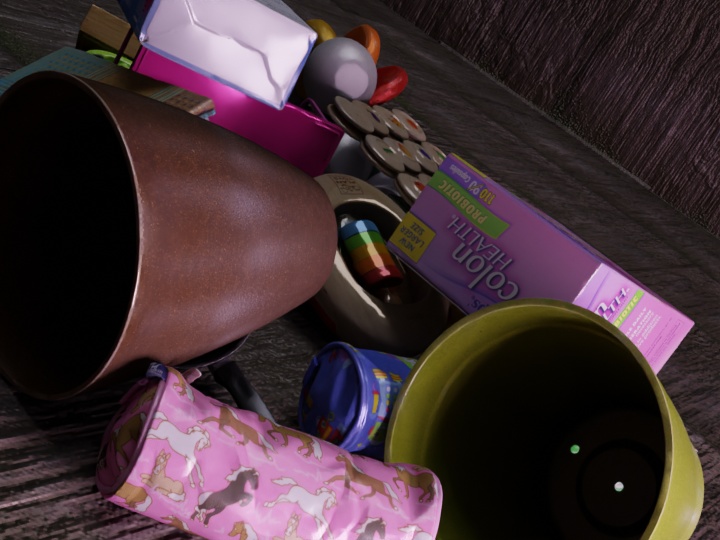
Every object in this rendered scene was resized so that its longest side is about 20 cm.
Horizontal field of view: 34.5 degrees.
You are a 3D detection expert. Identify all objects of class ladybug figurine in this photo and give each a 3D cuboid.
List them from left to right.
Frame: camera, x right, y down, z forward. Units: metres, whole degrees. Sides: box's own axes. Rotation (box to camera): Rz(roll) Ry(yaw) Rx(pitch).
[{"bbox_3d":[0.000,0.000,1.029,0.135,0.072,0.200,-2,54,-33],"label":"ladybug figurine"}]

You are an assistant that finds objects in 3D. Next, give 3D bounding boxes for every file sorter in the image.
[{"bbox_3d":[-0.146,-0.129,1.086,0.200,0.139,0.125,23,17,-25],"label":"file sorter"}]

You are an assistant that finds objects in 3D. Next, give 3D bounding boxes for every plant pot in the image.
[{"bbox_3d":[-0.115,-0.023,0.733,0.200,0.187,0.187,-2,37,-47],"label":"plant pot"},{"bbox_3d":[0.150,0.141,0.812,0.200,0.201,0.193,45,10,35],"label":"plant pot"}]

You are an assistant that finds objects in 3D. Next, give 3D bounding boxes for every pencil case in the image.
[{"bbox_3d":[-0.049,0.124,0.674,0.200,0.087,0.083,26,-12,-18],"label":"pencil case"},{"bbox_3d":[0.041,0.103,0.874,0.200,0.078,0.087,13,20,-44],"label":"pencil case"}]

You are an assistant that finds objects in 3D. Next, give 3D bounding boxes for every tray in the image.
[{"bbox_3d":[-0.218,-0.216,1.287,0.200,0.037,0.099,28,-14,-12],"label":"tray"}]

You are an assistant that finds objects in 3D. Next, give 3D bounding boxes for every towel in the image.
[{"bbox_3d":[-0.231,-0.125,0.927,0.200,0.022,0.147,24,46,37],"label":"towel"}]

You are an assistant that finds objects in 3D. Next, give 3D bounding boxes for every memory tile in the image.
[{"bbox_3d":[0.052,-0.115,1.174,0.153,0.017,0.200,49,21,14],"label":"memory tile"}]

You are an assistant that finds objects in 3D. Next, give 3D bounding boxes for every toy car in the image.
[{"bbox_3d":[-0.017,-0.180,1.304,0.149,0.201,0.175,-5,17,-25],"label":"toy car"}]

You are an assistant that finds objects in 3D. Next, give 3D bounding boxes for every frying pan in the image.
[{"bbox_3d":[-0.098,0.040,0.817,0.190,0.031,0.115,37,60,1],"label":"frying pan"}]

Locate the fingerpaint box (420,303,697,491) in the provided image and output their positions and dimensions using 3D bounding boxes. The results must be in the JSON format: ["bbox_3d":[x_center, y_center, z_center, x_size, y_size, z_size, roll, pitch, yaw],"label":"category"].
[{"bbox_3d":[0.176,0.120,1.052,0.200,0.073,0.167,19,22,-33],"label":"fingerpaint box"}]

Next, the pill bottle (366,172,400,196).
[{"bbox_3d":[0.055,-0.063,1.284,0.104,0.104,0.200,36,18,14],"label":"pill bottle"}]

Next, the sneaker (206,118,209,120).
[{"bbox_3d":[-0.171,-0.068,0.935,0.080,0.076,0.200,33,45,4],"label":"sneaker"}]

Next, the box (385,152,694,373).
[{"bbox_3d":[0.153,0.011,0.971,0.176,0.097,0.200,42,12,38],"label":"box"}]

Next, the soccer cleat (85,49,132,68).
[{"bbox_3d":[-0.207,-0.175,1.229,0.200,0.068,0.081,29,6,-7],"label":"soccer cleat"}]

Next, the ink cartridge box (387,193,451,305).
[{"bbox_3d":[0.085,0.001,1.167,0.200,0.104,0.059,15,25,-42],"label":"ink cartridge box"}]

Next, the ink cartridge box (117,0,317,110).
[{"bbox_3d":[-0.131,-0.224,1.006,0.136,0.076,0.200,23,17,-26],"label":"ink cartridge box"}]
